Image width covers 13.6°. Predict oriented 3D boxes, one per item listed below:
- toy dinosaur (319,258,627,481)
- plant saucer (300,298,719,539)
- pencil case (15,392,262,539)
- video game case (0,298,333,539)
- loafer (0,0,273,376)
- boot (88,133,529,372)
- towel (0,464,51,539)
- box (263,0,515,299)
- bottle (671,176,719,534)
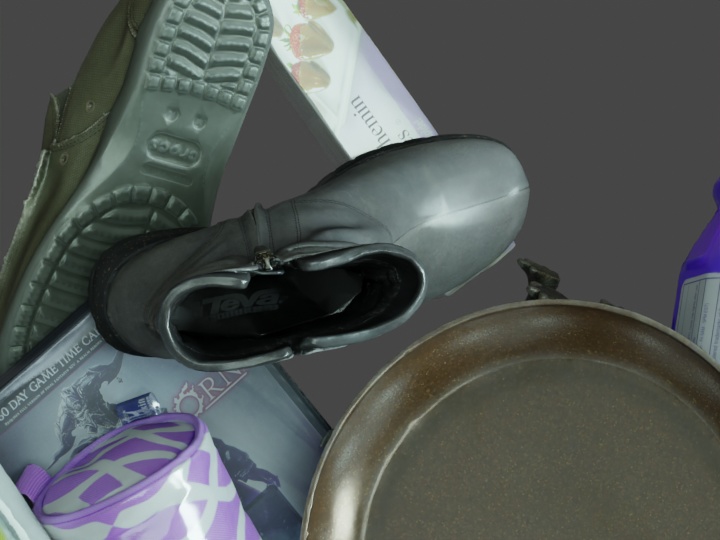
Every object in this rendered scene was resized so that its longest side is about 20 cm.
[{"bbox_3d":[0.085,0.062,1.290,0.199,0.077,0.103,25,101,-22],"label":"toy dinosaur"},{"bbox_3d":[0.075,0.113,1.195,0.199,0.032,0.201,-3,76,14],"label":"plant saucer"},{"bbox_3d":[-0.065,0.155,1.215,0.085,0.084,0.201,-20,106,18],"label":"pencil case"},{"bbox_3d":[-0.071,0.105,1.256,0.143,0.019,0.200,-41,110,-8],"label":"video game case"},{"bbox_3d":[-0.099,-0.039,1.265,0.075,0.070,0.201,24,96,-32],"label":"loafer"},{"bbox_3d":[0.000,0.000,1.187,0.199,0.132,0.070,-22,102,-20],"label":"boot"},{"bbox_3d":[-0.228,0.080,1.196,0.171,0.048,0.200,-34,94,31],"label":"towel"},{"bbox_3d":[-0.009,-0.079,1.287,0.039,0.041,0.200,-36,93,-9],"label":"box"},{"bbox_3d":[0.172,0.019,1.253,0.083,0.065,0.201,15,76,-19],"label":"bottle"}]
